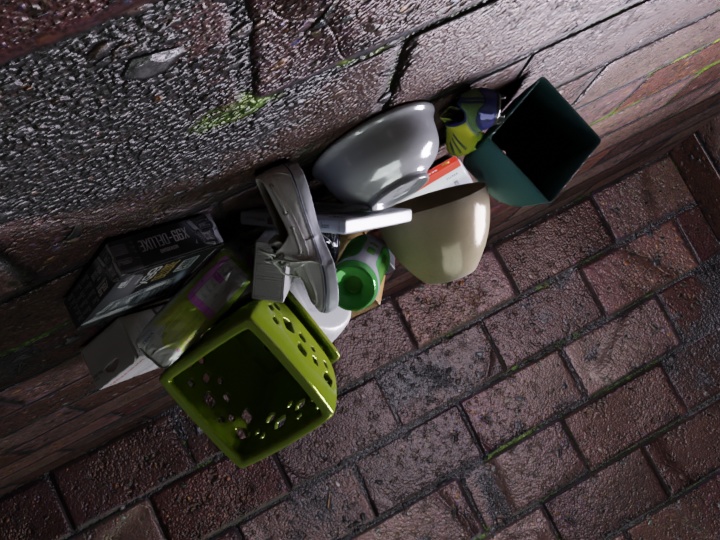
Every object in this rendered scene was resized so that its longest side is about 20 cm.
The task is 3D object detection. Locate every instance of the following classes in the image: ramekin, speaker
[{"bbox_3d":[-0.109,0.053,1.416,0.098,0.202,0.199,-42,165,34],"label":"ramekin"},{"bbox_3d":[0.000,0.000,1.343,0.088,0.089,0.200,-30,-170,15],"label":"speaker"}]

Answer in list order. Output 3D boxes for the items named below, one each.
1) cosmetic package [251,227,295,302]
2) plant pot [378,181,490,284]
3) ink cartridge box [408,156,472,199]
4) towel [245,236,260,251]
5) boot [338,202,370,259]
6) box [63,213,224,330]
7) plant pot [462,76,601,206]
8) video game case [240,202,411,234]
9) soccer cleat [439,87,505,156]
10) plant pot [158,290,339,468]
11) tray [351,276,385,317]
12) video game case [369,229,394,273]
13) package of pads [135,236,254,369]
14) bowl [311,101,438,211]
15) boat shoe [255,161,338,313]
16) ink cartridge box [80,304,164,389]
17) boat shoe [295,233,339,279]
[{"bbox_3d":[-0.121,-0.022,1.215,0.050,0.084,0.200,8,-167,0],"label":"cosmetic package"},{"bbox_3d":[0.135,-0.055,1.401,0.197,0.136,0.200,-16,-169,3],"label":"plant pot"},{"bbox_3d":[0.137,-0.155,1.612,0.159,0.048,0.200,-29,174,11],"label":"ink cartridge box"},{"bbox_3d":[-0.145,-0.047,1.436,0.198,0.024,0.153,-27,173,-19],"label":"towel"},{"bbox_3d":[-0.030,-0.073,1.462,0.176,0.066,0.200,-50,176,-8],"label":"boot"},{"bbox_3d":[-0.297,0.003,1.122,0.157,0.050,0.199,-22,171,-42],"label":"box"},{"bbox_3d":[0.262,-0.196,1.365,0.142,0.141,0.200,-48,-171,-13],"label":"plant pot"},{"bbox_3d":[-0.047,-0.080,1.219,0.180,0.024,0.199,7,-168,30],"label":"video game case"},{"bbox_3d":[0.154,-0.226,1.247,0.082,0.066,0.200,4,170,-9],"label":"soccer cleat"},{"bbox_3d":[-0.153,0.143,1.260,0.199,0.200,0.182,-32,-163,23],"label":"plant pot"},{"bbox_3d":[0.002,0.002,1.584,0.098,0.037,0.201,-26,-148,29],"label":"tray"},{"bbox_3d":[-0.013,-0.026,1.577,0.179,0.026,0.201,-31,-149,22],"label":"video game case"},{"bbox_3d":[-0.239,0.045,1.230,0.200,0.068,0.155,-46,-171,3],"label":"package of pads"},{"bbox_3d":[0.036,-0.147,1.173,0.199,0.091,0.201,-27,171,-4],"label":"bowl"},{"bbox_3d":[-0.093,-0.033,1.070,0.085,0.205,0.074,-21,-168,-24],"label":"boat shoe"},{"bbox_3d":[-0.382,0.127,1.499,0.146,0.084,0.199,-34,171,35],"label":"ink cartridge box"},{"bbox_3d":[-0.063,-0.036,1.261,0.061,0.076,0.200,11,-163,0],"label":"boat shoe"}]
